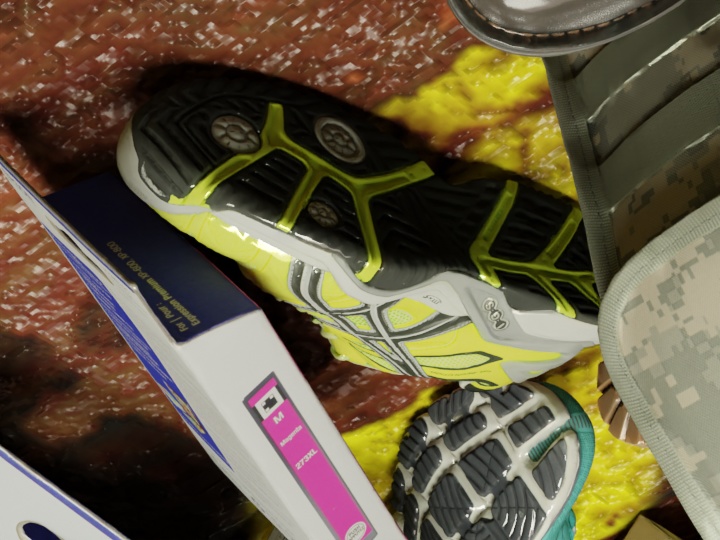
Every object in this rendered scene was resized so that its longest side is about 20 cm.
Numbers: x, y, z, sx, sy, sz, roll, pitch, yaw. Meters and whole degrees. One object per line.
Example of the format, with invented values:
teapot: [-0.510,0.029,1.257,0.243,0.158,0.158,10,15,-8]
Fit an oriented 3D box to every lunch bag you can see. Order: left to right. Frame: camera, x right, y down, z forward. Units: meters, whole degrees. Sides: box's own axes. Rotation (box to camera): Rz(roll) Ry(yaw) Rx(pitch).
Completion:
lunch bag: [0.154,-0.021,0.614,0.163,0.201,0.117,-32,135,27]

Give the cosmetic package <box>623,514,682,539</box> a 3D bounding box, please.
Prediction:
cosmetic package: [0.117,0.221,0.907,0.105,0.071,0.201,35,89,-30]

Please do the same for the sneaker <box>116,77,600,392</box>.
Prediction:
sneaker: [0.000,0.000,0.707,0.199,0.076,0.076,23,130,-30]

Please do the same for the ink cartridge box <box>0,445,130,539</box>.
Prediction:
ink cartridge box: [-0.142,0.139,0.816,0.196,0.043,0.200,39,124,-13]

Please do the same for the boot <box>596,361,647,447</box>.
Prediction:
boot: [0.179,0.010,0.758,0.107,0.076,0.200,23,129,-39]

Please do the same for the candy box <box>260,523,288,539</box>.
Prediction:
candy box: [-0.045,0.191,0.842,0.026,0.102,0.201,20,106,-35]

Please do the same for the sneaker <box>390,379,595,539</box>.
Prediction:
sneaker: [0.055,0.106,0.861,0.079,0.078,0.201,-13,149,-26]

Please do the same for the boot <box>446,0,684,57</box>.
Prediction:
boot: [0.099,-0.131,0.505,0.199,0.070,0.174,-34,175,4]

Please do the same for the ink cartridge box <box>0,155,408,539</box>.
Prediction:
ink cartridge box: [-0.052,0.031,0.716,0.037,0.095,0.200,-43,140,-9]
